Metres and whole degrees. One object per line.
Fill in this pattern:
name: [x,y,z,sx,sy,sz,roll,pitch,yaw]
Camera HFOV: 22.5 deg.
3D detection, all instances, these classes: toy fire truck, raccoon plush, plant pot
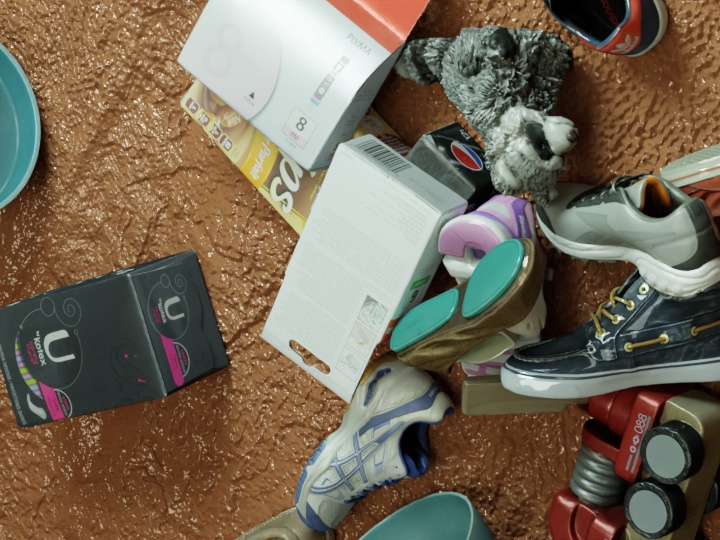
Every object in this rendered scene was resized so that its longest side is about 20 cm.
toy fire truck: [0.186,0.158,1.474,0.199,0.128,0.177,30,118,34]
raccoon plush: [0.103,-0.119,1.462,0.200,0.096,0.135,1,85,61]
plant pot: [0.060,0.311,1.566,0.200,0.200,0.135,-30,110,35]
plant pot: [-0.446,-0.128,1.780,0.187,0.199,0.201,-17,93,51]

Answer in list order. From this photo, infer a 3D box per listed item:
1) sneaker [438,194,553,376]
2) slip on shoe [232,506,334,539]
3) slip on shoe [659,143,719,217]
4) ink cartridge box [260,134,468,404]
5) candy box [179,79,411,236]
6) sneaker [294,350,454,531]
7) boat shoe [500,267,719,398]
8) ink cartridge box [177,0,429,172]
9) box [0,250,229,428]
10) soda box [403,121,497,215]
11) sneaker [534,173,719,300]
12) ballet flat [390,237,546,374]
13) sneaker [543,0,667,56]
sneaker: [0.125,0.021,1.501,0.080,0.089,0.201,10,130,29]
slip on shoe: [-0.106,0.292,1.732,0.200,0.060,0.076,-36,82,35]
slip on shoe: [0.319,-0.074,1.351,0.199,0.074,0.062,-15,102,40]
ink cartridge box: [0.000,0.000,1.515,0.109,0.050,0.201,36,120,20]
candy box: [-0.055,-0.123,1.592,0.200,0.055,0.116,48,121,15]
sneaker: [0.012,0.171,1.614,0.088,0.075,0.201,38,121,19]
boat shoe: [0.206,0.042,1.420,0.199,0.071,0.092,-7,107,4]
ink cartridge box: [-0.044,-0.210,1.511,0.162,0.057,0.201,40,119,18]
box: [-0.245,0.067,1.738,0.199,0.106,0.123,-15,94,35]
soda box: [0.037,-0.030,1.552,0.071,0.063,0.200,47,123,14]
sneaker: [0.208,-0.045,1.396,0.200,0.074,0.080,24,135,53]
ballet flat: [0.101,0.036,1.426,0.072,0.068,0.200,28,143,-18]
sneaker: [0.154,-0.247,1.403,0.200,0.084,0.075,48,123,14]
